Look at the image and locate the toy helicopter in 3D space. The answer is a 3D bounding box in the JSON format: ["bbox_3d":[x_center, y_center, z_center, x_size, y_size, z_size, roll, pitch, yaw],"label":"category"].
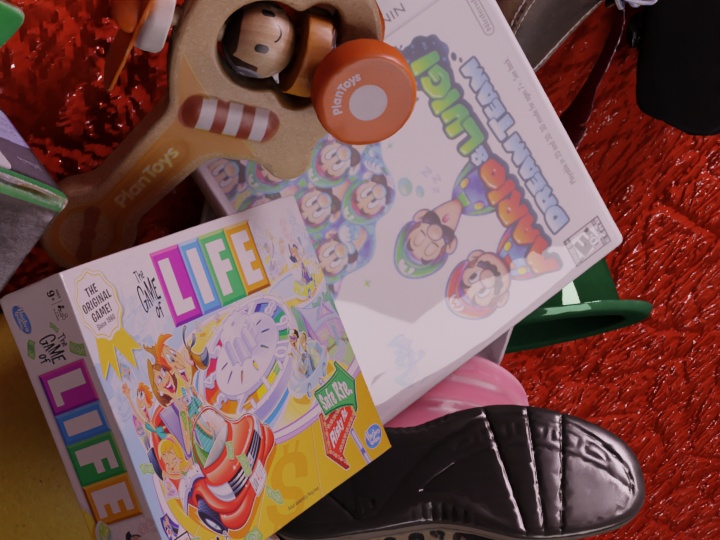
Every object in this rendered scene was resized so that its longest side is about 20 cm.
[{"bbox_3d":[-0.080,-0.076,0.728,0.200,0.079,0.132,-41,126,16],"label":"toy helicopter"}]

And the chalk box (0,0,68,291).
[{"bbox_3d":[-0.209,-0.035,0.612,0.201,0.124,0.124,-52,145,13],"label":"chalk box"}]

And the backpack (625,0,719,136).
[{"bbox_3d":[0.270,-0.181,0.950,0.200,0.153,0.164,-41,148,-37],"label":"backpack"}]

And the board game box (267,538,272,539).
[{"bbox_3d":[-0.088,0.173,1.061,0.199,0.026,0.201,-37,146,-8],"label":"board game box"}]

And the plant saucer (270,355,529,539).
[{"bbox_3d":[0.006,0.114,0.949,0.198,0.051,0.201,-7,149,-4],"label":"plant saucer"}]

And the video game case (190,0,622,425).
[{"bbox_3d":[0.023,-0.044,0.836,0.181,0.024,0.201,-36,111,-10],"label":"video game case"}]

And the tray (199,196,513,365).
[{"bbox_3d":[0.000,0.000,0.879,0.198,0.022,0.108,6,117,-22],"label":"tray"}]

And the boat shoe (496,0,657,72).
[{"bbox_3d":[0.133,-0.178,0.851,0.072,0.072,0.201,8,122,-50],"label":"boat shoe"}]

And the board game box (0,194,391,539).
[{"bbox_3d":[-0.063,0.049,0.704,0.034,0.136,0.200,-21,-178,27],"label":"board game box"}]

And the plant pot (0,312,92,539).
[{"bbox_3d":[-0.161,0.103,0.783,0.140,0.201,0.201,-4,137,-9],"label":"plant pot"}]

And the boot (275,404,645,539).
[{"bbox_3d":[0.045,0.139,0.885,0.201,0.074,0.154,-3,152,-4],"label":"boot"}]

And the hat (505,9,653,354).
[{"bbox_3d":[0.096,-0.045,1.014,0.198,0.178,0.165,-12,171,16],"label":"hat"}]
